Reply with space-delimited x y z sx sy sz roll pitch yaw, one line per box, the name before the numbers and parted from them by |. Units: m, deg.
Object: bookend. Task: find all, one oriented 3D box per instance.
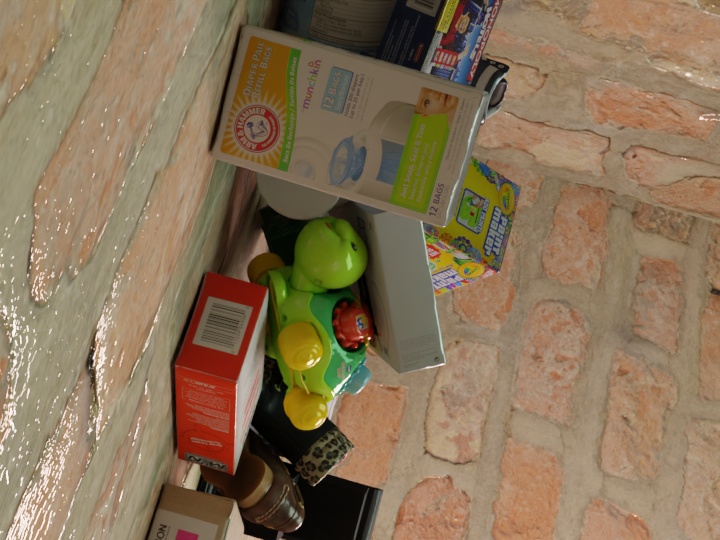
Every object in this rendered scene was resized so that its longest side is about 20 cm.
bookend | -0.082 0.278 1.871 0.199 0.198 0.093 57 49 -87

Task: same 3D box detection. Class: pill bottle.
pill bottle | -0.040 -0.119 1.523 0.200 0.110 0.112 -67 172 -66
pill bottle | -0.011 -0.250 1.432 0.109 0.108 0.201 -69 173 -60

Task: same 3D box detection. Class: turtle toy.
turtle toy | -0.039 0.040 1.492 0.146 0.100 0.201 -118 -161 -47

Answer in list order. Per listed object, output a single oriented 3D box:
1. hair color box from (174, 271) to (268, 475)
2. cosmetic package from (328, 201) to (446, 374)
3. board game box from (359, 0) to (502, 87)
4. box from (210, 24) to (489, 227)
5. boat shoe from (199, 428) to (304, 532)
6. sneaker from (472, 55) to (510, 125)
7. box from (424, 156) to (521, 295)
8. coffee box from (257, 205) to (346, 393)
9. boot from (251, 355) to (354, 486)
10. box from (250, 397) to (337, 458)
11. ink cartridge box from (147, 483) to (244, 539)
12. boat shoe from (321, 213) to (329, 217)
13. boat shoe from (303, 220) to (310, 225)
hair color box | -0.127 0.097 1.475 0.201 0.061 0.102 98 7 -59
cosmetic package | 0.021 0.000 1.541 0.200 0.051 0.152 -145 -134 -73
board game box | 0.058 -0.175 1.446 0.201 0.061 0.200 -69 162 9
box | -0.007 -0.118 1.305 0.101 0.198 0.113 -43 150 -80
boat shoe | -0.111 0.212 1.645 0.071 0.070 0.200 -50 -157 1
sneaker | 0.110 -0.236 1.720 0.070 0.108 0.201 95 7 -57
box | 0.051 -0.069 1.943 0.200 0.192 0.123 -24 -136 55
coffee box | -0.054 0.032 1.689 0.123 0.044 0.202 81 -9 -83
boot | -0.074 0.147 1.706 0.074 0.154 0.204 -46 177 9
box | -0.077 0.119 1.941 0.132 0.114 0.202 91 14 -78
ink cartridge box | -0.176 0.320 1.555 0.165 0.074 0.201 91 15 -71
boat shoe | 0.000 0.000 1.723 0.200 0.061 0.073 70 28 -65
boat shoe | -0.045 -0.041 1.817 0.200 0.059 0.072 134 -61 -73
